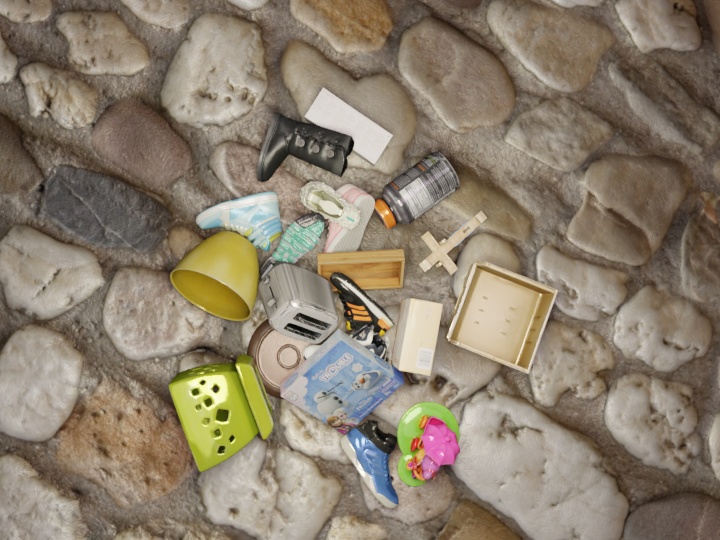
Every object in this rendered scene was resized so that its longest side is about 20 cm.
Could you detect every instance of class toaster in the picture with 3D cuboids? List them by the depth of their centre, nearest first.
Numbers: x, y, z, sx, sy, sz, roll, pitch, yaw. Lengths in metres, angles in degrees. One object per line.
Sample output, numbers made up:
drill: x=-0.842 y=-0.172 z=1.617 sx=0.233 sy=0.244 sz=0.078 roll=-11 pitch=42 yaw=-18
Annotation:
toaster: x=-0.129 y=0.077 z=1.649 sx=0.199 sy=0.130 sz=0.114 roll=25 pitch=123 yaw=-39

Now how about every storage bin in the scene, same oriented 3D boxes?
storage bin: x=0.322 y=0.105 z=1.733 sx=0.196 sy=0.094 sz=0.203 roll=21 pitch=87 yaw=-2

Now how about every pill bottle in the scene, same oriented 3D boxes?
pill bottle: x=0.123 y=-0.180 z=1.730 sx=0.199 sy=0.106 sz=0.107 roll=-35 pitch=89 yaw=-4

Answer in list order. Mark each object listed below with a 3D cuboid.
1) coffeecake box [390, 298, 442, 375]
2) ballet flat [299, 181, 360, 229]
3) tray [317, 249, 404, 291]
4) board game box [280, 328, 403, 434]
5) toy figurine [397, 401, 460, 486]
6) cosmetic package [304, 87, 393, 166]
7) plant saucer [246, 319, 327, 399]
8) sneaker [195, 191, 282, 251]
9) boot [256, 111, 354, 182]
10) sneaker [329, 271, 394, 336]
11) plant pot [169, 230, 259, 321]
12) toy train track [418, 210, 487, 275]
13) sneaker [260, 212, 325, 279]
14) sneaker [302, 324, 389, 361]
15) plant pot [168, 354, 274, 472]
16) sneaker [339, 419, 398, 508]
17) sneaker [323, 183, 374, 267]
coffeecake box: x=0.122 y=0.145 z=1.666 sx=0.072 sy=0.200 sz=0.156 roll=10 pitch=87 yaw=-2
ballet flat: x=-0.081 y=-0.156 z=1.684 sx=0.199 sy=0.072 sz=0.072 roll=30 pitch=85 yaw=37
tray: x=0.000 y=0.000 z=1.719 sx=0.197 sy=0.099 sz=0.037 roll=-3 pitch=48 yaw=-4
board game box: x=-0.041 y=0.251 z=1.653 sx=0.198 sy=0.044 sz=0.200 roll=36 pitch=112 yaw=-26
toy figurine: x=0.153 y=0.404 z=1.664 sx=0.148 sy=0.184 sz=0.202 roll=25 pitch=87 yaw=-2
cosmetic package: x=-0.027 y=-0.336 z=1.756 sx=0.199 sy=0.051 sz=0.083 roll=35 pitch=90 yaw=-1
plant saucer: x=-0.166 y=0.199 z=1.732 sx=0.197 sy=0.034 sz=0.204 roll=0 pitch=88 yaw=-3
sneaker: x=-0.272 y=-0.096 z=1.718 sx=0.197 sy=0.080 sz=0.133 roll=-16 pitch=87 yaw=-3
boot: x=-0.128 y=-0.257 z=1.722 sx=0.197 sy=0.066 sz=0.167 roll=18 pitch=101 yaw=2
sneaker: x=-0.012 y=0.091 z=1.701 sx=0.090 sy=0.070 sz=0.200 roll=-46 pitch=117 yaw=3
plant pot: x=-0.304 y=-0.001 z=1.671 sx=0.198 sy=0.200 sz=0.143 roll=25 pitch=62 yaw=-2
toy train track: x=0.221 y=-0.070 z=1.766 sx=0.199 sy=0.033 sz=0.115 roll=-40 pitch=90 yaw=-5
sneaker: x=-0.155 y=-0.057 z=1.702 sx=0.074 sy=0.088 sz=0.200 roll=42 pitch=98 yaw=-8
sneaker: x=-0.023 y=0.168 z=1.674 sx=0.196 sy=0.080 sz=0.131 roll=16 pitch=120 yaw=-17
plant pot: x=-0.295 y=0.295 z=1.636 sx=0.179 sy=0.199 sz=0.203 roll=-21 pitch=93 yaw=-6
sneaker: x=0.052 y=0.437 z=1.709 sx=0.111 sy=0.077 sz=0.201 roll=-36 pitch=83 yaw=5
sneaker: x=-0.045 y=-0.109 z=1.741 sx=0.105 sy=0.075 sz=0.202 roll=44 pitch=115 yaw=39
